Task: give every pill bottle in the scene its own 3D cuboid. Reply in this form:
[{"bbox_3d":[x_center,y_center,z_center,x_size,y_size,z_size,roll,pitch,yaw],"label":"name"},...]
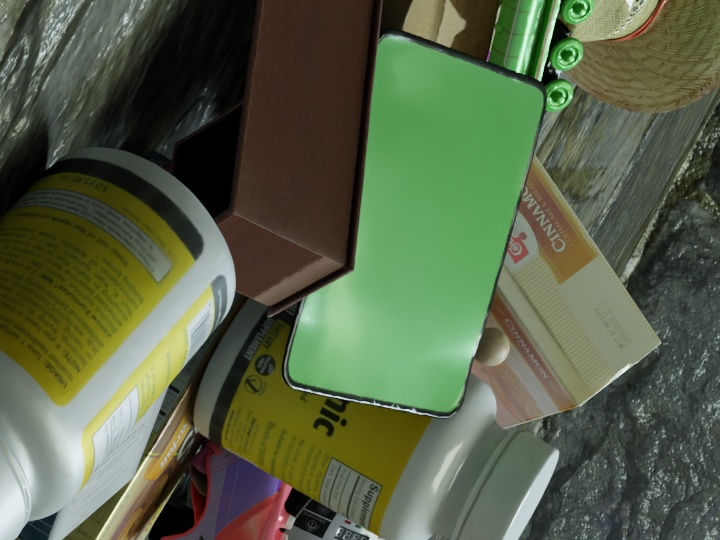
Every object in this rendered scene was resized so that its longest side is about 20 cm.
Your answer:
[{"bbox_3d":[0.011,0.093,1.704,0.112,0.199,0.111,-58,169,-18],"label":"pill bottle"},{"bbox_3d":[-0.155,0.043,1.357,0.200,0.114,0.115,-51,166,-39],"label":"pill bottle"}]

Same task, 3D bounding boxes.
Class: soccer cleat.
[{"bbox_3d":[-0.066,0.107,1.787,0.067,0.076,0.201,114,-7,-53],"label":"soccer cleat"}]

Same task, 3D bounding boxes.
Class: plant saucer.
[{"bbox_3d":[0.029,-0.118,1.651,0.200,0.035,0.201,19,90,-74],"label":"plant saucer"}]

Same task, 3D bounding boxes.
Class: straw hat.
[{"bbox_3d":[0.150,-0.191,1.808,0.085,0.201,0.202,-17,140,-48],"label":"straw hat"}]

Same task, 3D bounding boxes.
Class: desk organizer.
[{"bbox_3d":[-0.044,-0.088,1.507,0.072,0.077,0.201,-28,-134,45],"label":"desk organizer"}]

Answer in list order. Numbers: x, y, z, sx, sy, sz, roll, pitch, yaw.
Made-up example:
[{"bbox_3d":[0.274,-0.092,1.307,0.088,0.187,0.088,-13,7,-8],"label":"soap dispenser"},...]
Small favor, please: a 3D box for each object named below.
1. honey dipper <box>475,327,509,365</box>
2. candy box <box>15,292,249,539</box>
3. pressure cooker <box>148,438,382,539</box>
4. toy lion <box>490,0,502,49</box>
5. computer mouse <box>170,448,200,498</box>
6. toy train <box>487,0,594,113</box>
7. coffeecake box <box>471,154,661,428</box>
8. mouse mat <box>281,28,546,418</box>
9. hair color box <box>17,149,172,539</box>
[{"bbox_3d":[0.000,0.000,1.702,0.038,0.199,0.038,-56,167,-20],"label":"honey dipper"},{"bbox_3d":[-0.129,0.091,1.739,0.201,0.055,0.115,-60,170,-7],"label":"candy box"},{"bbox_3d":[-0.038,0.155,1.959,0.201,0.175,0.179,-65,158,1],"label":"pressure cooker"},{"bbox_3d":[0.070,-0.230,1.698,0.191,0.069,0.200,2,130,-52],"label":"toy lion"},{"bbox_3d":[-0.083,0.059,1.852,0.034,0.059,0.201,3,122,-44],"label":"computer mouse"},{"bbox_3d":[0.111,-0.177,1.697,0.056,0.042,0.201,-5,126,-25],"label":"toy train"},{"bbox_3d":[0.081,0.016,1.818,0.073,0.154,0.200,-35,-176,-21],"label":"coffeecake box"},{"bbox_3d":[0.032,-0.022,1.592,0.161,0.008,0.201,15,93,-49],"label":"mouse mat"},{"bbox_3d":[-0.141,0.044,1.554,0.100,0.060,0.201,-41,159,-55],"label":"hair color box"}]
